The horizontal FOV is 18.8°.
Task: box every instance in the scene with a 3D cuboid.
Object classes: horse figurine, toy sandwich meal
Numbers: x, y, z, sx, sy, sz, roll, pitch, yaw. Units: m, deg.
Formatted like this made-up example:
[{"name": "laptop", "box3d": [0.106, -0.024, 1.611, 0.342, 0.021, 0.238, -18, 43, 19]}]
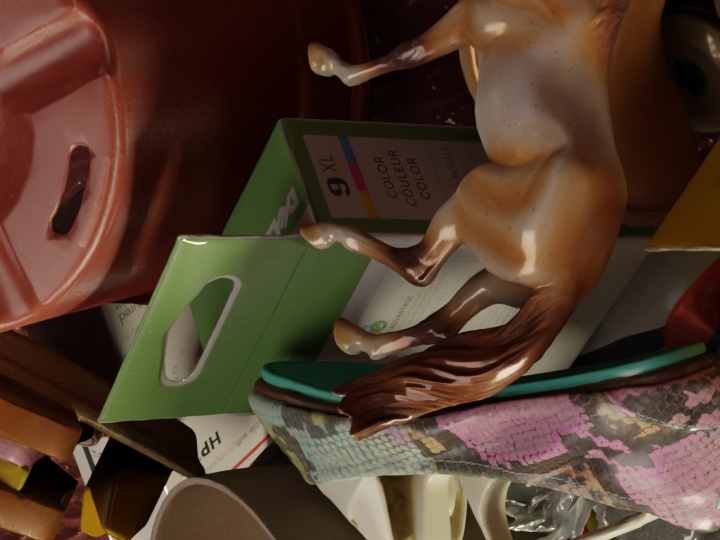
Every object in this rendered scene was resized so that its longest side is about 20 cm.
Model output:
[{"name": "horse figurine", "box3d": [0.041, -0.043, 0.691, 0.132, 0.202, 0.050, -7, 161, 35]}, {"name": "toy sandwich meal", "box3d": [-0.154, 0.062, 0.902, 0.204, 0.071, 0.205, 27, 173, 4]}]

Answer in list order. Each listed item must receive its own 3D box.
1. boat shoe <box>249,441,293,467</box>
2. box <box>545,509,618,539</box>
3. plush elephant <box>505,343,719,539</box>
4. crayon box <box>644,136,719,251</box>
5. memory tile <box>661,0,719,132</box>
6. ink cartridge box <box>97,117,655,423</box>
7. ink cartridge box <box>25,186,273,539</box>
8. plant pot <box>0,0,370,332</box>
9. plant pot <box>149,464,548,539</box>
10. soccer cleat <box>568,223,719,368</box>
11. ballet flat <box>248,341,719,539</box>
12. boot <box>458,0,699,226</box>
[{"name": "boat shoe", "box3d": [0.034, 0.149, 0.962, 0.200, 0.072, 0.076, 43, 172, 27]}, {"name": "box", "box3d": [0.125, 0.188, 0.841, 0.075, 0.050, 0.201, -47, 58, 44]}, {"name": "plush elephant", "box3d": [0.163, 0.100, 0.760, 0.155, 0.199, 0.165, 51, 141, 30]}, {"name": "crayon box", "box3d": [0.204, -0.019, 0.670, 0.199, 0.127, 0.051, 6, 131, 35]}, {"name": "memory tile", "box3d": [0.130, -0.114, 0.769, 0.200, 0.017, 0.153, 48, 143, 0]}, {"name": "ink cartridge box", "box3d": [0.000, 0.000, 0.811, 0.104, 0.198, 0.060, -60, 42, 42]}, {"name": "ink cartridge box", "box3d": [-0.085, 0.051, 1.049, 0.067, 0.116, 0.201, 13, 132, 38]}, {"name": "plant pot", "box3d": [-0.120, -0.066, 0.828, 0.199, 0.195, 0.203, 4, 102, 18]}, {"name": "plant pot", "box3d": [0.020, 0.161, 0.817, 0.200, 0.133, 0.202, 37, 133, 53]}, {"name": "soccer cleat", "box3d": [0.106, 0.050, 0.905, 0.085, 0.068, 0.201, 42, 141, 23]}, {"name": "ballet flat", "box3d": [0.038, 0.063, 0.714, 0.199, 0.069, 0.072, -4, 94, 43]}, {"name": "boot", "box3d": [0.098, -0.118, 0.736, 0.155, 0.077, 0.201, -21, 100, 47]}]
